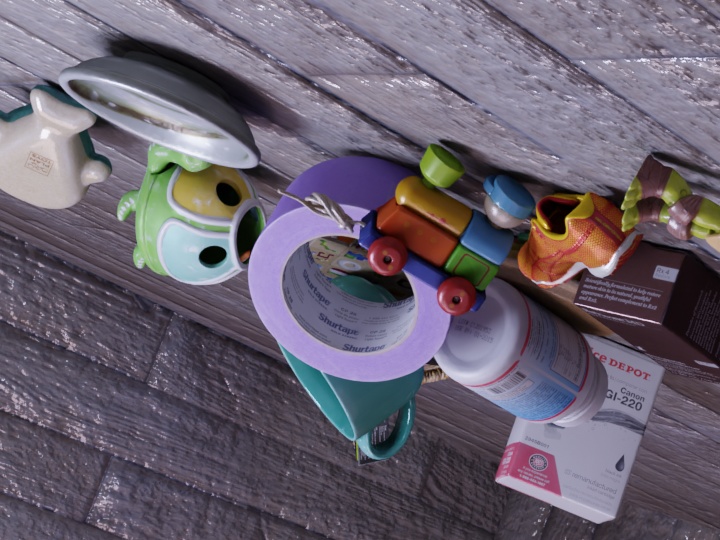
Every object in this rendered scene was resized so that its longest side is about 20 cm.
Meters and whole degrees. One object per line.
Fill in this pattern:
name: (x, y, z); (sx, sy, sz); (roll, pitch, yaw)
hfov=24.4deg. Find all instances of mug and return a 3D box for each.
mug: (-0.001, 0.091, 1.746); (0.152, 0.114, 0.186); (47, 166, 32)

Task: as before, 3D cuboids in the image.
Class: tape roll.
tape roll: (0.000, 0.000, 1.569); (0.198, 0.085, 0.202); (10, 128, 13)

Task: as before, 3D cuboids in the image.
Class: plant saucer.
plant saucer: (-0.177, -0.156, 1.534); (0.198, 0.051, 0.200); (21, 172, 3)

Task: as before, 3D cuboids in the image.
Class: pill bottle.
pill bottle: (0.166, 0.089, 1.672); (0.108, 0.110, 0.199); (13, 167, 42)

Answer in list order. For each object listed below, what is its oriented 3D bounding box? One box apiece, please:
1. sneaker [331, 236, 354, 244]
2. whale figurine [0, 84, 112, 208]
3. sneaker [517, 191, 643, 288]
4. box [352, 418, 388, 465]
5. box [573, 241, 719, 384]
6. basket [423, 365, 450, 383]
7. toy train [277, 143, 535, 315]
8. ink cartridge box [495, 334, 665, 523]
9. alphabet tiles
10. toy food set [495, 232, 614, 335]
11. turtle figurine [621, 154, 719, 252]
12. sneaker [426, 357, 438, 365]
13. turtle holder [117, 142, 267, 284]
sneaker: (0.021, -0.012, 1.799); (0.077, 0.074, 0.200); (21, 171, 16)
whale figurine: (-0.349, -0.155, 1.882); (0.158, 0.105, 0.200); (23, 147, -10)
sneaker: (0.176, -0.034, 1.425); (0.077, 0.073, 0.200); (44, 164, -5)
box: (-0.006, 0.102, 2.031); (0.047, 0.194, 0.201); (-12, 140, -9)
box: (0.293, 0.042, 1.529); (0.100, 0.076, 0.199); (13, 166, 43)
basket: (0.118, 0.096, 2.012); (0.142, 0.150, 0.200); (23, 170, -9)
toy train: (0.042, -0.060, 1.416); (0.199, 0.116, 0.085); (30, -157, -12)
ink cartridge box: (0.265, 0.182, 2.005); (0.144, 0.202, 0.085); (21, 166, -1)
alphabet tiles: (0.014, 0.007, 1.744); (0.165, 0.006, 0.200); (18, 160, -13)
toy food set: (0.189, 0.014, 1.685); (0.199, 0.049, 0.197); (28, 169, -31)
turtle figurine: (0.269, -0.027, 1.197); (0.160, 0.065, 0.200); (27, -179, 14)
sneaker: (0.148, 0.067, 1.786); (0.198, 0.072, 0.099); (-11, -174, -18)
turtle holder: (-0.171, -0.073, 1.812); (0.131, 0.187, 0.141); (18, -158, 26)
